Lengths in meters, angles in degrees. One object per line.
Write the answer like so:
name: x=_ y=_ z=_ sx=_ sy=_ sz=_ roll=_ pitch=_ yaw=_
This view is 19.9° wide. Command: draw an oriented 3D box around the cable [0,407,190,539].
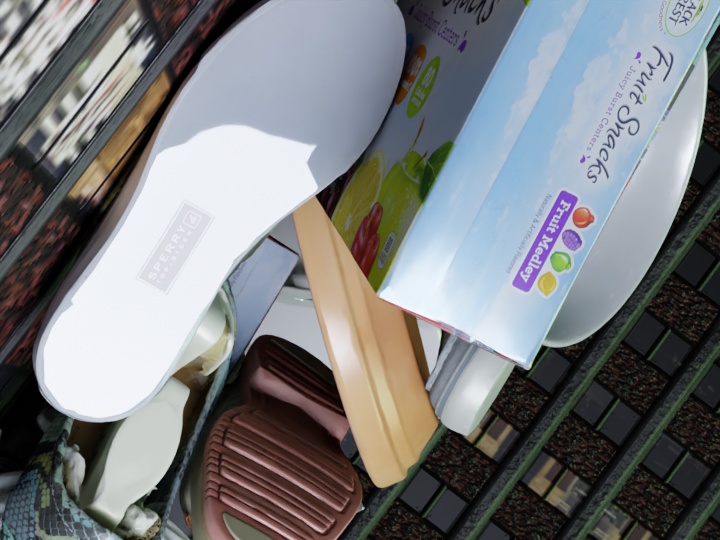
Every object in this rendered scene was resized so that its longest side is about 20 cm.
cable: x=-0.131 y=0.184 z=0.839 sx=0.200 sy=0.200 sz=0.069 roll=-52 pitch=-170 yaw=-35

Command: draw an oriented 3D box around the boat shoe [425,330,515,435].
boat shoe: x=0.054 y=-0.007 z=0.940 sx=0.201 sy=0.071 sz=0.070 roll=-64 pitch=178 yaw=-47

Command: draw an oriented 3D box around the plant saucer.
plant saucer: x=0.000 y=0.000 z=0.957 sx=0.037 sy=0.201 sz=0.200 roll=-14 pitch=180 yaw=2

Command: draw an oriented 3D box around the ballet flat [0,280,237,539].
ballet flat: x=-0.084 y=0.048 z=0.845 sx=0.074 sy=0.074 sz=0.200 roll=125 pitch=-15 yaw=-50

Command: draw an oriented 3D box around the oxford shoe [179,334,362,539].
oxford shoe: x=-0.045 y=0.098 z=0.894 sx=0.074 sy=0.071 sz=0.200 roll=-54 pitch=-175 yaw=17

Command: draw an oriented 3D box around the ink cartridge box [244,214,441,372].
ink cartridge box: x=0.015 y=-0.013 z=1.177 sx=0.200 sy=0.128 sz=0.126 roll=-50 pitch=142 yaw=-52

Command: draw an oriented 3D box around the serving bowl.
serving bowl: x=0.113 y=-0.062 z=1.117 sx=0.200 sy=0.066 sz=0.201 roll=-35 pitch=136 yaw=-42

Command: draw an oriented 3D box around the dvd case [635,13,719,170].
dvd case: x=0.093 y=-0.074 z=0.823 sx=0.200 sy=0.022 sz=0.146 roll=-59 pitch=-166 yaw=-5

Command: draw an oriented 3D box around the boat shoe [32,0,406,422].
boat shoe: x=-0.056 y=-0.031 z=0.781 sx=0.200 sy=0.070 sz=0.066 roll=-57 pitch=-165 yaw=10

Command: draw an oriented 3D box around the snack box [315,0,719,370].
snack box: x=0.054 y=-0.075 z=0.758 sx=0.169 sy=0.068 sz=0.200 roll=-62 pitch=-165 yaw=9

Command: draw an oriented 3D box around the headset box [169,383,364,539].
headset box: x=-0.097 y=0.133 z=1.168 sx=0.148 sy=0.075 sz=0.200 roll=-29 pitch=-172 yaw=-17

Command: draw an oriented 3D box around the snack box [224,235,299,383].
snack box: x=-0.105 y=0.063 z=0.999 sx=0.200 sy=0.053 sz=0.142 roll=-58 pitch=-173 yaw=-1

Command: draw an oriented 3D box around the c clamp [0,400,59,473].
c clamp: x=-0.196 y=0.132 z=0.939 sx=0.200 sy=0.027 sz=0.171 roll=-54 pitch=180 yaw=-42
